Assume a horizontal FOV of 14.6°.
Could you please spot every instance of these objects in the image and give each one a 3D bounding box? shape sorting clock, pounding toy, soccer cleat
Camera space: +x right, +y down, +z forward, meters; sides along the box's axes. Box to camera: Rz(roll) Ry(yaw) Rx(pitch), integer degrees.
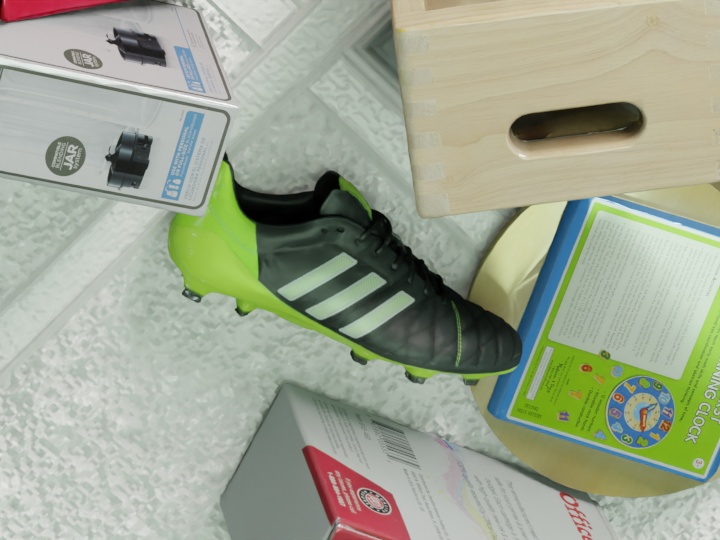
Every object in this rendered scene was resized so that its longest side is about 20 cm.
[{"bbox_3d":[0.153,0.031,1.508,0.199,0.039,0.201,0,112,-1],"label":"shape sorting clock"},{"bbox_3d":[0.119,-0.093,1.335,0.199,0.184,0.143,-6,122,2],"label":"pounding toy"},{"bbox_3d":[0.000,0.000,1.437,0.199,0.068,0.081,19,107,-16],"label":"soccer cleat"}]

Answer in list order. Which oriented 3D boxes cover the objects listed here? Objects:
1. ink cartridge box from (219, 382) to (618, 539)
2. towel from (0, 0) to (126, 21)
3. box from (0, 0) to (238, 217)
[{"bbox_3d":[0.041,0.156,1.478,0.199,0.146,0.083,22,109,-22],"label":"ink cartridge box"},{"bbox_3d":[-0.097,-0.210,1.288,0.144,0.022,0.201,-14,133,-45],"label":"towel"},{"bbox_3d":[-0.167,-0.094,1.321,0.199,0.117,0.060,11,116,-18],"label":"box"}]
